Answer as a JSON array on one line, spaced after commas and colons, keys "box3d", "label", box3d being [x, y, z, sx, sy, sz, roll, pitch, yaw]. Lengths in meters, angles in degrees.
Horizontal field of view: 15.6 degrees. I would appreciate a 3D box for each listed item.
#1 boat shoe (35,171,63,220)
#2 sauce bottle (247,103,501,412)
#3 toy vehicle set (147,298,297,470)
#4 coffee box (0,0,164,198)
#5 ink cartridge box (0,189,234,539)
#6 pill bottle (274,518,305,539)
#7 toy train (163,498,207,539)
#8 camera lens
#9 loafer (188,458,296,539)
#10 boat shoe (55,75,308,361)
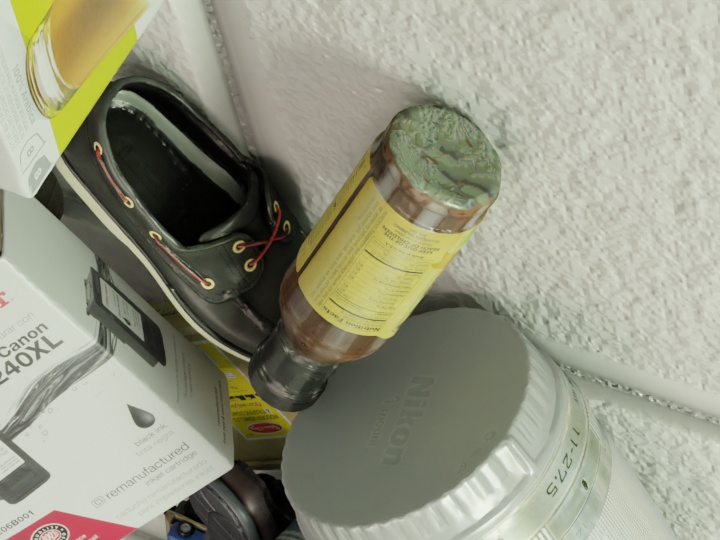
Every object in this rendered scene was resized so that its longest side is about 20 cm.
[{"box3d": [-0.234, -0.076, 1.429, 0.071, 0.076, 0.201, 15, 145, 34], "label": "boat shoe"}, {"box3d": [0.000, 0.000, 1.274, 0.065, 0.065, 0.200, 34, 138, -3], "label": "sauce bottle"}, {"box3d": [-0.068, 0.065, 1.526, 0.199, 0.027, 0.124, -7, 132, 50], "label": "toy vehicle set"}, {"box3d": [-0.190, -0.188, 1.075, 0.199, 0.198, 0.200, 18, 148, 21], "label": "coffee box"}, {"box3d": [-0.186, 0.061, 1.434, 0.145, 0.084, 0.200, -33, 126, 18], "label": "ink cartridge box"}, {"box3d": [-0.020, 0.208, 1.497, 0.119, 0.200, 0.120, 39, 158, 19], "label": "pill bottle"}, {"box3d": [-0.045, 0.201, 1.695, 0.199, 0.046, 0.034, 24, 151, 16], "label": "toy train"}, {"box3d": [0.069, 0.138, 1.360, 0.159, 0.160, 0.200, 3, 140, 43], "label": "camera lens"}, {"box3d": [-0.060, 0.147, 1.586, 0.072, 0.063, 0.200, 46, 165, 18], "label": "loafer"}, {"box3d": [-0.072, -0.019, 1.349, 0.201, 0.074, 0.063, 44, 153, -17], "label": "boat shoe"}]
